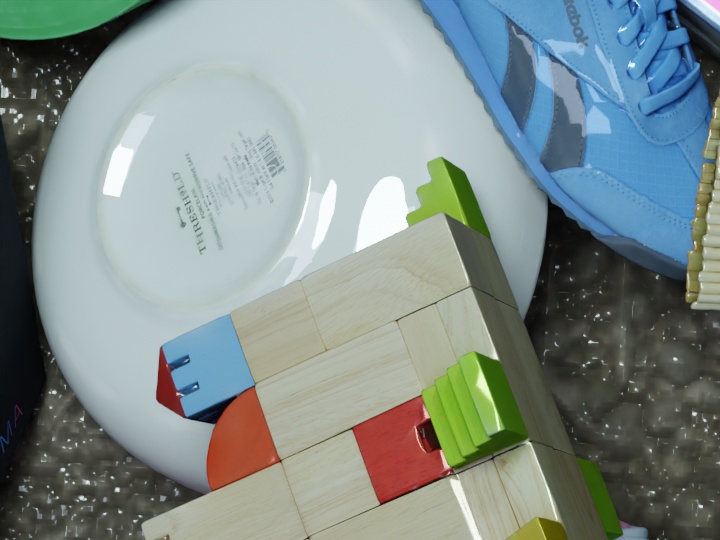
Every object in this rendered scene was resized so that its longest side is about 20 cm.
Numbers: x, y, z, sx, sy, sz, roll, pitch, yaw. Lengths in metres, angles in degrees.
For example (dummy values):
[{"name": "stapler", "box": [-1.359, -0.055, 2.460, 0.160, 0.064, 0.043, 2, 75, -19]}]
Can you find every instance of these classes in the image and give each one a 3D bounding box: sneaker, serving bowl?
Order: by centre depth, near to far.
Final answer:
[{"name": "sneaker", "box": [0.075, -0.087, 0.822, 0.078, 0.066, 0.200, -34, 91, 42]}, {"name": "serving bowl", "box": [-0.038, -0.022, 0.863, 0.200, 0.066, 0.200, -7, 74, 27]}]

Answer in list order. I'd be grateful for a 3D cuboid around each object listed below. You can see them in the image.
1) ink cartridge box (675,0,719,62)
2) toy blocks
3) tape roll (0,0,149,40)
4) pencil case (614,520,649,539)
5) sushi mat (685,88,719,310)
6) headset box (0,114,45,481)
[{"name": "ink cartridge box", "box": [0.190, -0.152, 0.869, 0.136, 0.076, 0.200, 40, 91, 9]}, {"name": "toy blocks", "box": [-0.001, 0.081, 0.767, 0.137, 0.100, 0.200, -25, 73, 15]}, {"name": "tape roll", "box": [-0.121, -0.181, 0.863, 0.200, 0.048, 0.201, 13, 118, 25]}, {"name": "pencil case", "box": [0.046, 0.175, 0.860, 0.083, 0.091, 0.200, 9, 87, 9]}, {"name": "sushi mat", "box": [0.207, -0.028, 0.836, 0.200, 0.012, 0.096, 3, 107, -18]}, {"name": "headset box", "box": [-0.184, 0.028, 0.816, 0.093, 0.200, 0.174, 13, 51, 11]}]
